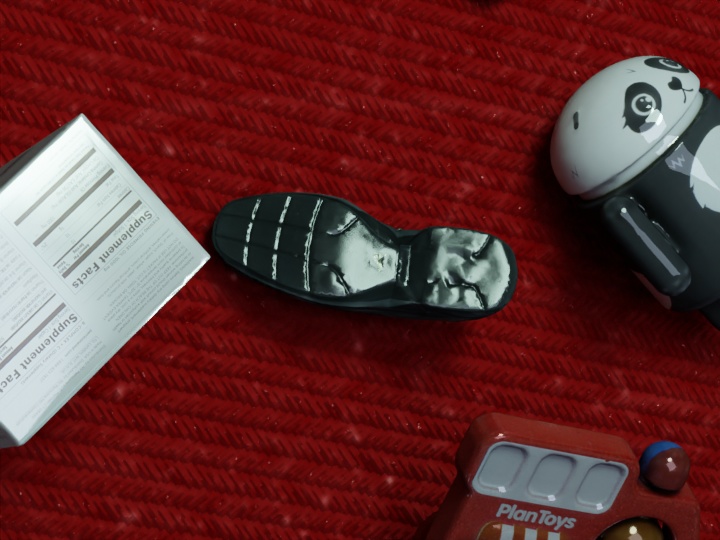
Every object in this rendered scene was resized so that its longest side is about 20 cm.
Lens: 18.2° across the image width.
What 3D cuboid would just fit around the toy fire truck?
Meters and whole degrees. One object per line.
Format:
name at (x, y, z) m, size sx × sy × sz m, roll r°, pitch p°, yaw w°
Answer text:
toy fire truck at (0.134, 0.175, 1.437) m, size 0.199 × 0.112 × 0.169 m, roll 12°, pitch 120°, yaw -23°

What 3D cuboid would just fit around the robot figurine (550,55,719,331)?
robot figurine at (0.221, -0.054, 1.538) m, size 0.125 × 0.150 × 0.200 m, roll -42°, pitch 102°, yaw 2°

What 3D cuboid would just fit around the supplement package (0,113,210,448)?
supplement package at (-0.204, 0.015, 1.302) m, size 0.156 × 0.200 × 0.111 m, roll -46°, pitch 102°, yaw -22°

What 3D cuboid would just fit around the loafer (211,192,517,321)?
loafer at (0.000, 0.000, 1.466) m, size 0.199 × 0.072 × 0.073 m, roll 14°, pitch 73°, yaw 0°
